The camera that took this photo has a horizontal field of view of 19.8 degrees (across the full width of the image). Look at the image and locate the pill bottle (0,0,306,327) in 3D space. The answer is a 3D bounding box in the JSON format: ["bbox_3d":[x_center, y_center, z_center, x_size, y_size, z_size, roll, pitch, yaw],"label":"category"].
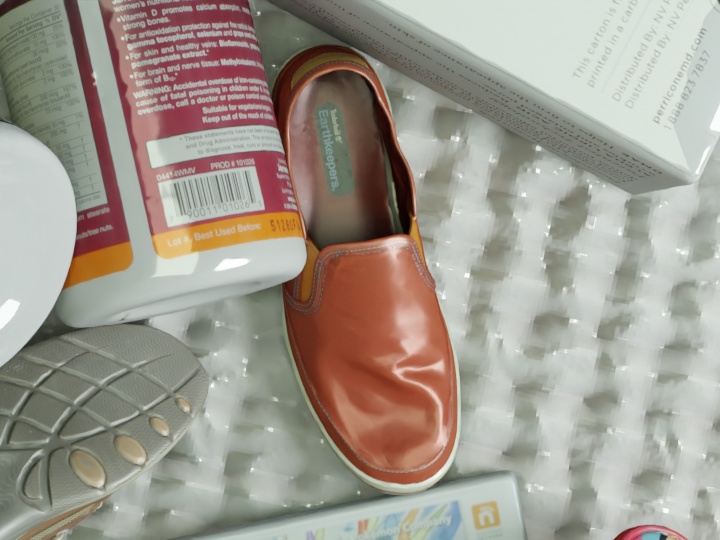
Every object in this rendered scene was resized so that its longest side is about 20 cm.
[{"bbox_3d":[-0.095,-0.084,0.863,0.109,0.110,0.201,-13,86,-3],"label":"pill bottle"}]

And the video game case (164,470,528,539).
[{"bbox_3d":[-0.011,0.197,0.913,0.199,0.022,0.183,-11,90,-3],"label":"video game case"}]

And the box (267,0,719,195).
[{"bbox_3d":[0.088,-0.164,0.864,0.199,0.131,0.200,28,88,-3],"label":"box"}]

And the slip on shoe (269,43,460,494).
[{"bbox_3d":[0.000,0.000,0.895,0.074,0.061,0.201,-10,92,-5],"label":"slip on shoe"}]

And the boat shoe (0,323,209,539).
[{"bbox_3d":[-0.154,0.091,0.878,0.200,0.072,0.076,-31,77,-25],"label":"boat shoe"}]

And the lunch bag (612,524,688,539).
[{"bbox_3d":[0.107,0.224,0.849,0.176,0.082,0.200,52,52,-5],"label":"lunch bag"}]

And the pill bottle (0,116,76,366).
[{"bbox_3d":[-0.217,-0.040,0.824,0.200,0.111,0.112,29,88,33],"label":"pill bottle"}]
